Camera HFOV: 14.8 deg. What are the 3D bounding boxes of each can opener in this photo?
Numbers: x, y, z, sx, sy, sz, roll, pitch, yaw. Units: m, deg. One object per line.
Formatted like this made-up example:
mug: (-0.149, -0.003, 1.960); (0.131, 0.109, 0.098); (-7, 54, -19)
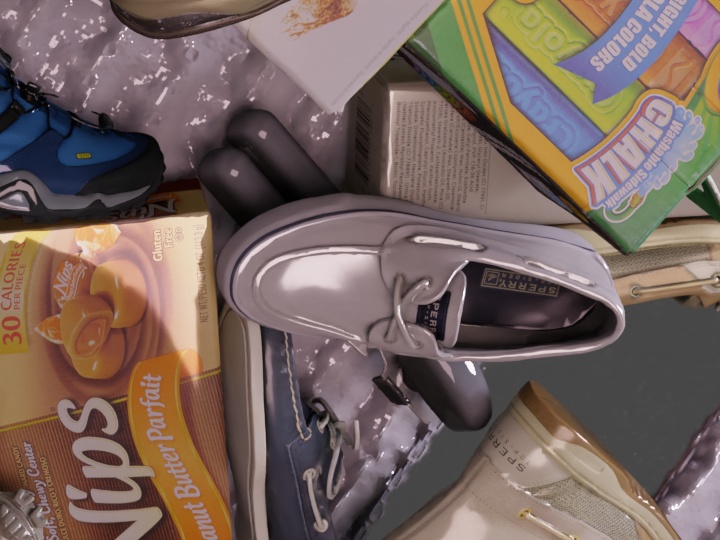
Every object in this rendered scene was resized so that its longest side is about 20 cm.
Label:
can opener: (0.000, 0.000, 1.395); (0.200, 0.066, 0.053); (48, 61, -22)

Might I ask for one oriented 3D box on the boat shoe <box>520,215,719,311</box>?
boat shoe: (0.146, 0.001, 1.428); (0.200, 0.073, 0.064); (-2, 99, -17)

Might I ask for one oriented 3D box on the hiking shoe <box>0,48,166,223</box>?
hiking shoe: (-0.183, -0.077, 1.304); (0.199, 0.074, 0.087); (9, 107, -20)

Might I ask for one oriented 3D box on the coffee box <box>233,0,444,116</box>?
coffee box: (-0.033, -0.226, 1.226); (0.200, 0.200, 0.198); (-46, 116, 3)

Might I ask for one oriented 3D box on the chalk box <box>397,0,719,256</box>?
chalk box: (0.110, -0.099, 1.287); (0.200, 0.125, 0.124); (41, 91, -24)

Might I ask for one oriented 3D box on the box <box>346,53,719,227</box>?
box: (0.096, -0.070, 1.396); (0.199, 0.068, 0.083); (-2, 111, -17)

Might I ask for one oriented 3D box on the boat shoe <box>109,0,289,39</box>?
boat shoe: (-0.010, -0.155, 1.108); (0.199, 0.076, 0.074); (-19, 112, -10)

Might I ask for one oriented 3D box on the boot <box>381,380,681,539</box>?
boot: (0.083, 0.157, 1.453); (0.155, 0.072, 0.200); (-43, 140, 2)

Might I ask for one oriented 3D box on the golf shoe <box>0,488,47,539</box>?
golf shoe: (-0.247, 0.090, 1.348); (0.200, 0.097, 0.078); (51, 53, -3)

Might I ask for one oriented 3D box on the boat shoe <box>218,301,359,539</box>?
boat shoe: (-0.034, 0.101, 1.415); (0.061, 0.075, 0.201); (-11, 114, -11)

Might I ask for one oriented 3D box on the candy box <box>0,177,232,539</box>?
candy box: (-0.127, 0.061, 1.377); (0.115, 0.055, 0.201); (-5, 112, -7)

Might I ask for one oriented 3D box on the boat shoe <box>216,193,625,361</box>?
boat shoe: (0.033, 0.008, 1.333); (0.199, 0.065, 0.074); (-1, 115, -15)
